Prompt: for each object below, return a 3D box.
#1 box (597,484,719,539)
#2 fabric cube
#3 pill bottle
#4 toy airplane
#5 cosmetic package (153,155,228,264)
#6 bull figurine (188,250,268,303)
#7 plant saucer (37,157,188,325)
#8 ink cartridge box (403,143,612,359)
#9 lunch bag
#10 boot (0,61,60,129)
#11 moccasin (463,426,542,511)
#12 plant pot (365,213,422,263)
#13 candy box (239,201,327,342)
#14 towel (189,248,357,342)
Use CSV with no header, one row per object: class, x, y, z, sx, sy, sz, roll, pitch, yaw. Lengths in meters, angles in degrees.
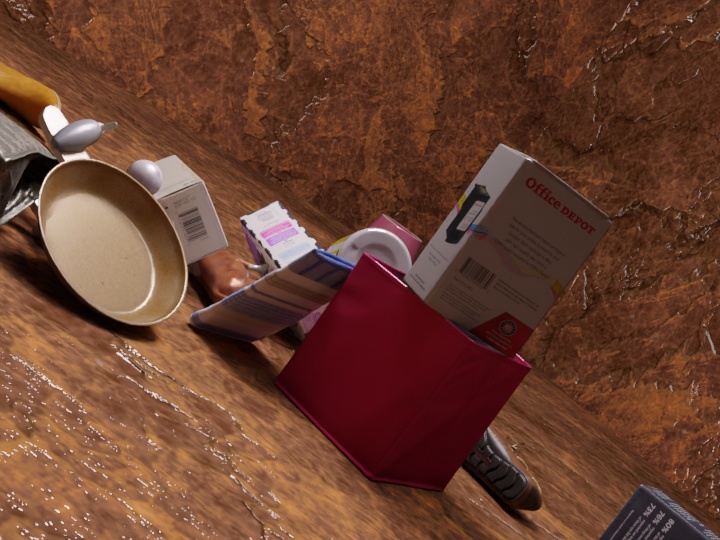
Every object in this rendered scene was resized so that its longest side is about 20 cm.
box,0.430,0.414,1.384,0.200,0.148,0.104,41,7,32
fabric cube,0.056,0.131,1.261,0.196,0.200,0.200,38,7,33
pill bottle,0.000,0.000,1.543,0.114,0.115,0.200,34,-9,-9
toy airplane,-0.303,-0.086,1.208,0.200,0.141,0.200,48,16,-42
cosmetic package,-0.257,-0.089,1.426,0.200,0.073,0.104,41,-28,63
bull figurine,-0.186,0.008,1.443,0.121,0.065,0.200,11,22,-26
plant saucer,-0.273,-0.025,1.092,0.200,0.035,0.201,38,36,-34
ink cartridge box,0.171,-0.022,1.178,0.145,0.200,0.083,33,7,-24
lunch bag,-0.413,-0.124,1.030,0.164,0.118,0.200,34,11,-4
boot,-0.594,-0.302,1.672,0.144,0.071,0.201,19,13,-48
moccasin,0.201,0.280,1.502,0.078,0.074,0.201,42,-3,-42
plant pot,0.058,-0.038,2.615,0.200,0.179,0.200,35,7,-5
candy box,-0.099,0.012,1.540,0.200,0.071,0.168,45,-24,55
towel,-0.099,0.032,1.261,0.147,0.199,0.024,22,44,-58
